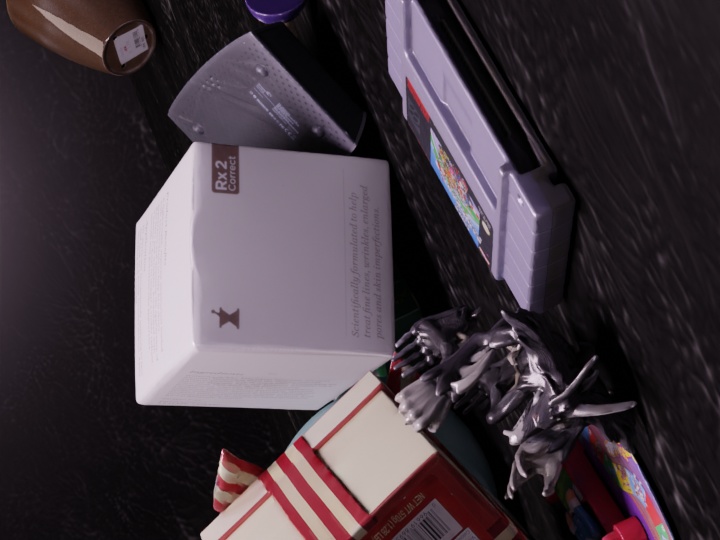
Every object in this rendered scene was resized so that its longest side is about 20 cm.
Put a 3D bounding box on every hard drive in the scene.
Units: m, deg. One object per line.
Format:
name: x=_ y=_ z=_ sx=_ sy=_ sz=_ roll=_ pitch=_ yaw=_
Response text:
hard drive: x=-0.076 y=-0.126 z=1.417 sx=0.135 sy=0.042 sz=0.200 roll=47 pitch=152 yaw=-7

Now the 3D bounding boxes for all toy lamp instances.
toy lamp: x=-0.057 y=-0.158 z=1.451 sx=0.200 sy=0.058 sz=0.058 roll=77 pitch=166 yaw=-50

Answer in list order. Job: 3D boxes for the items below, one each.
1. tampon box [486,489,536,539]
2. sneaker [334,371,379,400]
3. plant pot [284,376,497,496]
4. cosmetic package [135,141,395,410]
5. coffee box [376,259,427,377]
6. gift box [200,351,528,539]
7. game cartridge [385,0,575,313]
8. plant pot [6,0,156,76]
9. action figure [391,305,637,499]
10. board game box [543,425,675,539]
tampon box: x=0.103 y=0.278 z=1.204 sx=0.126 sy=0.150 sz=0.200 roll=49 pitch=178 yaw=-20
sneaker: x=0.007 y=0.158 z=1.714 sx=0.200 sy=0.075 sz=0.116 roll=-130 pitch=34 yaw=-60
plant pot: x=0.023 y=0.176 z=1.461 sx=0.134 sy=0.199 sz=0.201 roll=-82 pitch=-19 yaw=-52
cosmetic package: x=-0.082 y=0.011 z=1.388 sx=0.200 sy=0.164 sz=0.166 roll=142 pitch=129 yaw=-64
coffee box: x=0.000 y=0.000 z=1.539 sx=0.123 sy=0.044 sz=0.200 roll=81 pitch=164 yaw=-54
gift box: x=0.013 y=0.176 z=1.111 sx=0.200 sy=0.184 sz=0.187 roll=52 pitch=176 yaw=-18
game cartridge: x=0.065 y=-0.081 z=1.021 sx=0.130 sy=0.038 sz=0.200 roll=93 pitch=153 yaw=-60
plant pot: x=-0.394 y=-0.379 z=2.550 sx=0.200 sy=0.187 sz=0.187 roll=42 pitch=157 yaw=35
action figure: x=0.088 y=0.077 z=1.013 sx=0.119 sy=0.102 sz=0.200 roll=41 pitch=174 yaw=-15
board game box: x=0.148 y=0.164 z=1.094 sx=0.200 sy=0.039 sz=0.159 roll=-170 pitch=57 yaw=-79
